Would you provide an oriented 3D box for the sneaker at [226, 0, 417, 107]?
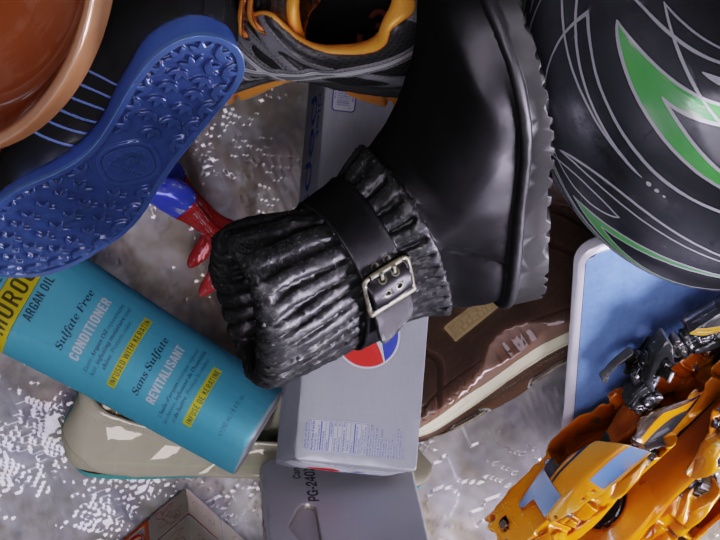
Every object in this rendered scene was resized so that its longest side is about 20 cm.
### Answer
[{"bbox_3d":[-0.044,-0.125,1.441,0.199,0.077,0.079,2,74,19],"label":"sneaker"}]

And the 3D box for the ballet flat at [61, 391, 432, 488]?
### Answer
[{"bbox_3d":[-0.057,0.081,1.575,0.198,0.070,0.070,3,115,-8],"label":"ballet flat"}]

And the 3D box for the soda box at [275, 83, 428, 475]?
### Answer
[{"bbox_3d":[0.000,0.000,1.493,0.063,0.068,0.202,6,84,-9],"label":"soda box"}]

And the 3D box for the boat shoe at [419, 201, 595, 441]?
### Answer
[{"bbox_3d":[0.088,0.022,1.571,0.202,0.075,0.075,-30,157,-4],"label":"boat shoe"}]

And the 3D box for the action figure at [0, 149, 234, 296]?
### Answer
[{"bbox_3d":[-0.155,-0.054,1.500,0.099,0.065,0.200,-39,113,3],"label":"action figure"}]

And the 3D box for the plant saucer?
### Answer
[{"bbox_3d":[-0.188,-0.156,1.405,0.032,0.200,0.201,-8,128,-53],"label":"plant saucer"}]

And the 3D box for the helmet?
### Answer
[{"bbox_3d":[0.169,-0.090,1.406,0.189,0.200,0.201,-6,116,-5],"label":"helmet"}]

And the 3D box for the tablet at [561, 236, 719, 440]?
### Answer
[{"bbox_3d":[0.165,0.037,1.556,0.129,0.014,0.201,-16,139,-13],"label":"tablet"}]

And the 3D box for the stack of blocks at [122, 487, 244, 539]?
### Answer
[{"bbox_3d":[-0.048,0.212,1.642,0.115,0.059,0.200,-41,113,13],"label":"stack of blocks"}]

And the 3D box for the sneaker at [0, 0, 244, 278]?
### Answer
[{"bbox_3d":[-0.124,-0.077,1.424,0.070,0.078,0.200,21,132,-35],"label":"sneaker"}]

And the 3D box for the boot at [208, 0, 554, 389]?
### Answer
[{"bbox_3d":[0.006,-0.042,1.378,0.157,0.080,0.212,-15,129,-12],"label":"boot"}]

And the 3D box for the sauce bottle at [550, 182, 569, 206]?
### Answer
[{"bbox_3d":[0.135,-0.068,1.527,0.198,0.065,0.065,-8,116,-2],"label":"sauce bottle"}]

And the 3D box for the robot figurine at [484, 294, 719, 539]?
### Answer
[{"bbox_3d":[0.168,0.092,1.560,0.200,0.058,0.145,-44,140,21],"label":"robot figurine"}]

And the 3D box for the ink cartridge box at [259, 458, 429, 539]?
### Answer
[{"bbox_3d":[-0.003,0.214,1.529,0.083,0.145,0.201,-4,119,-5],"label":"ink cartridge box"}]

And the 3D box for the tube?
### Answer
[{"bbox_3d":[-0.136,0.032,1.527,0.199,0.050,0.078,30,80,2],"label":"tube"}]
